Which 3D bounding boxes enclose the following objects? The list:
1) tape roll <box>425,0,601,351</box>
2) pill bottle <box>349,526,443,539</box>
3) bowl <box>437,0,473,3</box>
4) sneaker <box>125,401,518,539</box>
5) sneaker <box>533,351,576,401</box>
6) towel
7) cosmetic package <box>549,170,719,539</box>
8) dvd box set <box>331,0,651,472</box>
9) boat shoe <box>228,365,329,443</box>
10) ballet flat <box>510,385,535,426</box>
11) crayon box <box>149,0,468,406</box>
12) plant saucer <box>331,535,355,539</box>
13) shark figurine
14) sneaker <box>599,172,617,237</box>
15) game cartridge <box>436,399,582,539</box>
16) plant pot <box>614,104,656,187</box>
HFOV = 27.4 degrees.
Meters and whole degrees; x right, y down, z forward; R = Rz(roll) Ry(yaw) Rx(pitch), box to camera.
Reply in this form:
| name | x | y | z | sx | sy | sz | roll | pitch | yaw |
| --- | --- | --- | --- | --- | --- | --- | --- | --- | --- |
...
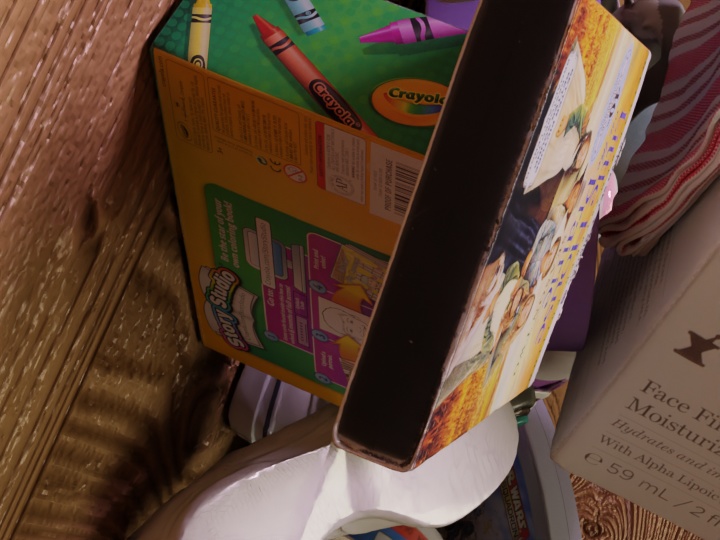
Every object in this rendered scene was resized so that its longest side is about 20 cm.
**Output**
| name | x | y | z | sx | sy | sz | roll | pitch | yaw |
| --- | --- | --- | --- | --- | --- | --- | --- | --- | --- |
| tape roll | 0.075 | -0.061 | 0.759 | 0.200 | 0.084 | 0.203 | 2 | 90 | -86 |
| pill bottle | -0.033 | 0.230 | 0.862 | 0.113 | 0.111 | 0.201 | 92 | 23 | -53 |
| bowl | 0.119 | -0.207 | 0.672 | 0.075 | 0.197 | 0.201 | 64 | 28 | -25 |
| sneaker | -0.019 | 0.093 | 0.684 | 0.198 | 0.088 | 0.076 | -17 | 95 | -33 |
| sneaker | 0.071 | 0.092 | 0.883 | 0.200 | 0.072 | 0.116 | -23 | -119 | 55 |
| towel | 0.175 | -0.115 | 0.699 | 0.201 | 0.030 | 0.147 | -66 | -177 | -32 |
| cosmetic package | 0.217 | 0.017 | 0.716 | 0.201 | 0.163 | 0.166 | -62 | -178 | 46 |
| dvd box set | 0.053 | -0.018 | 0.506 | 0.200 | 0.029 | 0.148 | -8 | 118 | -74 |
| boat shoe | 0.000 | 0.000 | 0.741 | 0.073 | 0.066 | 0.202 | -4 | 115 | -75 |
| ballet flat | -0.002 | 0.085 | 0.791 | 0.198 | 0.064 | 0.067 | -21 | 172 | -15 |
| crayon box | -0.008 | -0.020 | 0.579 | 0.059 | 0.118 | 0.201 | -59 | 164 | -30 |
| plant saucer | -0.056 | 0.222 | 0.742 | 0.198 | 0.029 | 0.203 | -7 | 102 | -38 |
| shark figurine | 0.184 | -0.126 | 0.869 | 0.214 | 0.088 | 0.130 | -153 | -101 | -82 |
| sneaker | 0.086 | -0.034 | 1.028 | 0.200 | 0.103 | 0.076 | 147 | -55 | -64 |
| game cartridge | 0.075 | 0.154 | 0.936 | 0.133 | 0.041 | 0.202 | -38 | -127 | 40 |
| plant pot | 0.258 | -0.139 | 1.361 | 0.201 | 0.133 | 0.201 | -59 | 162 | -31 |
